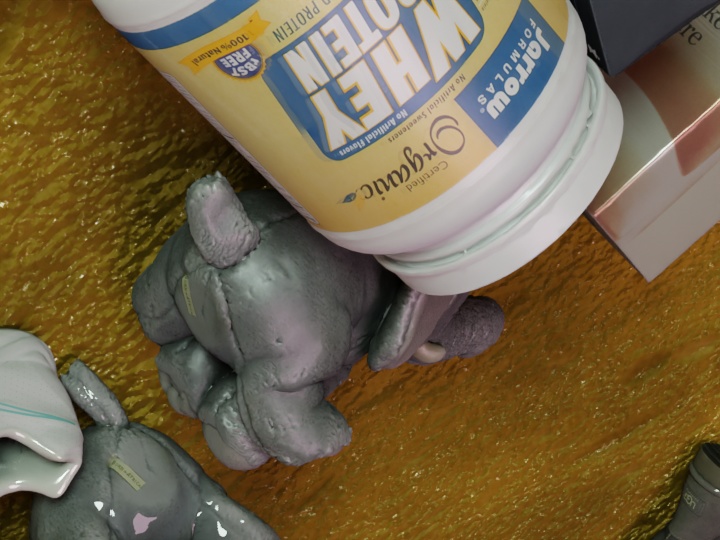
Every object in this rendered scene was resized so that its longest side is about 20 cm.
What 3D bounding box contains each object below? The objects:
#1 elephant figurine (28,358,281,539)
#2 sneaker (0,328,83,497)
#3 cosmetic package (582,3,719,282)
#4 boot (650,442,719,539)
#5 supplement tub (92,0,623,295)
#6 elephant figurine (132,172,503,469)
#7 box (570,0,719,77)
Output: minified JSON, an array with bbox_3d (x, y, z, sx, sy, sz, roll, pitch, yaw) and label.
[{"bbox_3d":[-0.141,0.174,1.085,0.141,0.155,0.200,26,144,-14],"label":"elephant figurine"},{"bbox_3d":[-0.218,0.078,0.954,0.200,0.080,0.070,-9,135,-31],"label":"sneaker"},{"bbox_3d":[0.179,-0.106,1.073,0.200,0.103,0.087,-43,143,3],"label":"cosmetic package"},{"bbox_3d":[0.246,0.218,1.478,0.182,0.073,0.200,15,112,-31],"label":"boot"},{"bbox_3d":[0.001,-0.098,0.852,0.145,0.145,0.200,-43,119,5],"label":"supplement tub"},{"bbox_3d":[0.000,0.000,1.019,0.200,0.142,0.155,-26,-176,-28],"label":"elephant figurine"},{"bbox_3d":[0.075,-0.198,0.862,0.079,0.141,0.200,-33,143,-7],"label":"box"}]
